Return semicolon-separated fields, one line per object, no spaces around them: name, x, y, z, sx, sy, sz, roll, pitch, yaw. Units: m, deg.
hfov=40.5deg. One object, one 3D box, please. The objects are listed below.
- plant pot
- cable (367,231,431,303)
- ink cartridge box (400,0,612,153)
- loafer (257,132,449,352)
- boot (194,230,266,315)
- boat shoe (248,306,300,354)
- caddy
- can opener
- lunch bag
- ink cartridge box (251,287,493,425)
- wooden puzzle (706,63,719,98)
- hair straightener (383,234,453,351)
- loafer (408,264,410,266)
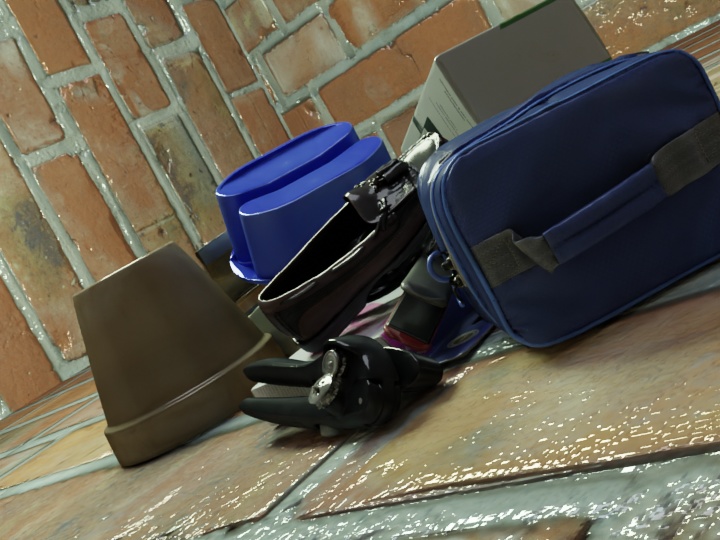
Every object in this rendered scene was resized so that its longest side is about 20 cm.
plant pot;-0.198;0.072;0.999;0.199;0.174;0.200;-28;7;3
cable;0.000;0.000;0.878;0.163;0.051;0.200;-26;4;10
ink cartridge box;0.131;-0.155;0.934;0.146;0.083;0.200;-30;-10;-13
loafer;0.000;-0.029;0.750;0.200;0.063;0.072;-52;30;1
boot;-0.094;-0.039;1.121;0.200;0.097;0.075;-40;0;-1
boat shoe;-0.082;0.055;1.074;0.064;0.071;0.200;-37;8;-37
caddy;-0.046;-0.061;0.978;0.199;0.105;0.141;-30;31;-15
can opener;-0.031;0.086;0.680;0.200;0.078;0.064;-16;58;51
lunch bag;0.129;-0.044;0.605;0.199;0.136;0.132;-30;6;-3
ink cartridge box;0.037;0.041;0.796;0.199;0.043;0.196;-26;6;36
wooden puzzle;0.424;-0.196;0.972;0.185;0.046;0.200;-26;11;30
hair straightener;0.070;-0.012;0.730;0.200;0.041;0.077;-42;-24;-62
loafer;0.104;-0.034;1.010;0.199;0.073;0.072;-21;-5;-6
